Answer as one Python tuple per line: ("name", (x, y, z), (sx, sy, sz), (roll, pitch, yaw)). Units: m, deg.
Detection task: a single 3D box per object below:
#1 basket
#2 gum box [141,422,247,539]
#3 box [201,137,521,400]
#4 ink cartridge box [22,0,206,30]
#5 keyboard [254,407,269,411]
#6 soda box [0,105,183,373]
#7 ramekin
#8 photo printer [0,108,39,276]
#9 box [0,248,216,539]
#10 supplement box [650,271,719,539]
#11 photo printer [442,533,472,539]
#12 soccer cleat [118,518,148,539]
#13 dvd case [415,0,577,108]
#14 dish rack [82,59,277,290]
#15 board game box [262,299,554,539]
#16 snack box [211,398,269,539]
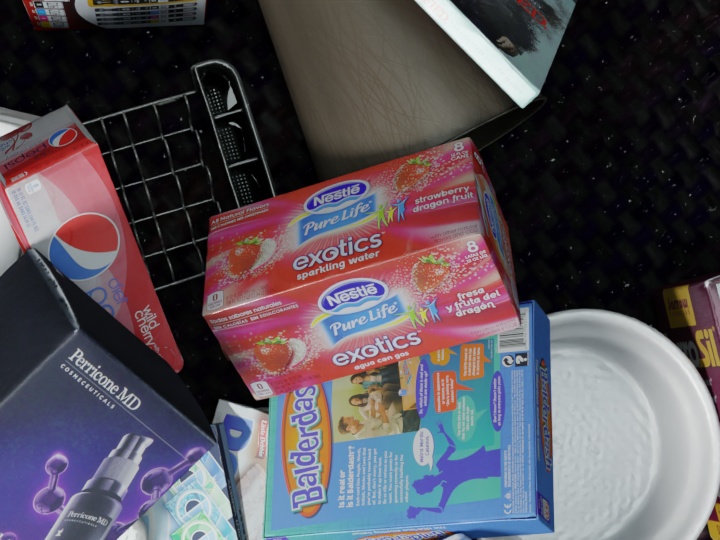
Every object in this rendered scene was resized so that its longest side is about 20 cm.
("basket", (0.009, -0.165, 1.194), (0.179, 0.136, 0.201), (-30, 85, 14))
("gum box", (-0.179, 0.211, 1.170), (0.198, 0.045, 0.172), (-12, 87, 3))
("box", (0.000, 0.000, 1.119), (0.198, 0.100, 0.096), (-16, 132, 13))
("ink cartridge box", (-0.150, -0.229, 1.140), (0.174, 0.200, 0.085), (-3, 87, -6))
("keyboard", (-0.066, 0.203, 1.221), (0.056, 0.011, 0.202), (-1, 86, -2))
("soda box", (-0.185, -0.005, 1.107), (0.070, 0.063, 0.201), (-28, 129, -14))
("ramekin", (0.155, 0.132, 1.208), (0.198, 0.098, 0.203), (1, 85, -7))
("photo printer", (-0.307, -0.023, 1.148), (0.165, 0.069, 0.202), (15, 99, -2))
("box", (-0.218, 0.114, 1.051), (0.200, 0.104, 0.148), (-44, 131, 2))
("supplement box", (0.301, 0.096, 1.213), (0.102, 0.131, 0.202), (-13, 87, -8))
("photo printer", (0.028, 0.276, 1.139), (0.199, 0.166, 0.070), (-31, 49, 10))
("soccer cleat", (-0.214, 0.244, 1.105), (0.069, 0.085, 0.200), (41, 91, 4))
("dvd case", (0.088, -0.207, 1.180), (0.146, 0.200, 0.022), (44, 118, -8))
("dish rack", (-0.165, -0.052, 1.202), (0.198, 0.055, 0.155), (-18, 88, -8))
("board game box", (0.032, 0.109, 1.135), (0.198, 0.045, 0.154), (-7, 66, 21))
("snack box", (-0.094, 0.200, 1.202), (0.071, 0.024, 0.202), (14, 87, 2))
